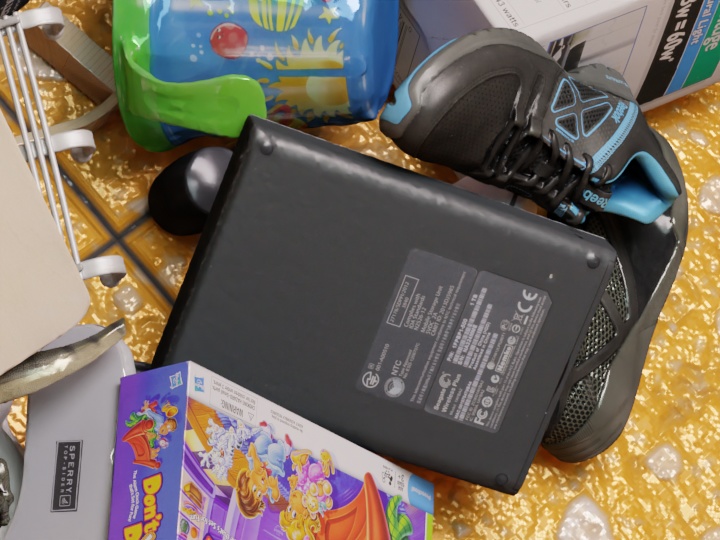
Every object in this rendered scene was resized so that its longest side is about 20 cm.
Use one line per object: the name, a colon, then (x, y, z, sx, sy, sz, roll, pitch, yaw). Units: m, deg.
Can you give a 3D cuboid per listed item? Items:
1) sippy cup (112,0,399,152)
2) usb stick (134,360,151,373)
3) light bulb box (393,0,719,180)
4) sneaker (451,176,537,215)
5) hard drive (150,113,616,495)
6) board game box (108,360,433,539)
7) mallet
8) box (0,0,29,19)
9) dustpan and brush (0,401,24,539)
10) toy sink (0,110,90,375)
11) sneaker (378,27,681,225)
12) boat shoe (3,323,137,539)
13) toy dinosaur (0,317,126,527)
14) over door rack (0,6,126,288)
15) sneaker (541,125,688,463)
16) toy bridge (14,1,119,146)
sippy cup: (-0.050, -0.128, 1.400, 0.130, 0.140, 0.178, 4, 66, 12)
usb stick: (-0.129, 0.140, 1.345, 0.055, 0.033, 0.201, 11, 65, -6)
light bulb box: (0.100, -0.186, 1.481, 0.200, 0.125, 0.199, -21, 63, -24)
sneaker: (0.000, 0.000, 1.383, 0.200, 0.073, 0.071, -36, 124, -6)
hard drive: (0.012, 0.020, 1.344, 0.199, 0.033, 0.140, 19, 103, -16)
board game box: (-0.041, 0.141, 1.304, 0.200, 0.045, 0.135, 30, 55, -47)
mallet: (-0.012, -0.022, 1.430, 0.199, 0.066, 0.041, 15, 75, -12)
box: (-0.157, -0.253, 1.406, 0.117, 0.197, 0.200, 45, 63, 3)
dustpan and brush: (-0.199, 0.091, 1.338, 0.139, 0.057, 0.200, 28, 69, 3)
toy sink: (-0.229, -0.044, 1.211, 0.130, 0.112, 0.200, -33, 125, -14)
sneaker: (0.092, -0.068, 1.352, 0.200, 0.073, 0.082, 2, 46, -48)
boat shoe: (-0.135, 0.126, 1.282, 0.068, 0.057, 0.201, 3, 70, 16)
toy dinosaur: (-0.202, 0.077, 1.243, 0.199, 0.047, 0.088, -9, 75, -3)
over door rack: (-0.229, -0.038, 1.353, 0.199, 0.067, 0.148, -15, 79, 0)
sneaker: (0.110, -0.009, 1.443, 0.114, 0.076, 0.200, 37, 62, -34)
toy bridge: (-0.151, -0.114, 1.445, 0.067, 0.027, 0.200, 40, 62, 1)
